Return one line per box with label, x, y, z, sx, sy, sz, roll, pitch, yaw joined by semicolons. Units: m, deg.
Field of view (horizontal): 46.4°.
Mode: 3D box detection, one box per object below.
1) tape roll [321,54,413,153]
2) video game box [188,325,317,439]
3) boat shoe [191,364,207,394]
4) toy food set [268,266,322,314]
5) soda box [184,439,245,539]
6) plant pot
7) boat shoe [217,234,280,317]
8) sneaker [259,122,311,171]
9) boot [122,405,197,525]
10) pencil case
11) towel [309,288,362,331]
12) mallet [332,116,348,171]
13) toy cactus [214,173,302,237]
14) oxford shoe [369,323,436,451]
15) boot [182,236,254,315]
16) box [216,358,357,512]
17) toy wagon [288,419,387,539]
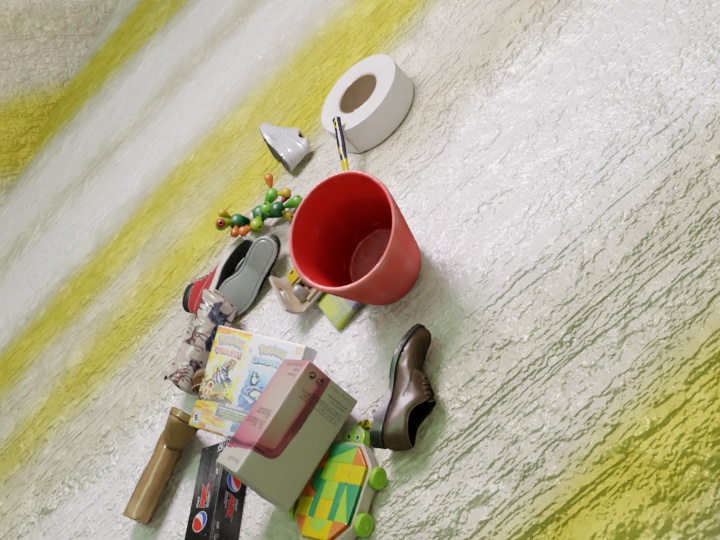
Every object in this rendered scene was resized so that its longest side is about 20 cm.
tape roll;0.013;-0.347;1.750;0.200;0.071;0.206;-26;44;28
video game box;-0.187;0.204;1.451;0.196;0.047;0.186;9;74;30
boat shoe;-0.240;0.215;1.543;0.197;0.075;0.075;-14;55;38
toy food set;-0.089;-0.027;1.567;0.200;0.060;0.144;-47;30;5
soda box;-0.240;0.394;1.401;0.070;0.063;0.203;-22;45;32
plant pot;0.006;-0.036;1.381;0.196;0.177;0.205;-10;67;25
boat shoe;-0.223;0.015;1.704;0.201;0.075;0.060;-49;-2;17
sneaker;-0.169;-0.291;1.905;0.080;0.071;0.200;-35;40;-6
boot;-0.360;0.358;1.523;0.203;0.065;0.175;-65;4;-21
pencil case;-0.312;0.138;1.651;0.089;0.077;0.204;17;82;61
towel;0.000;0.000;1.516;0.200;0.023;0.144;-48;38;5
mallet;-0.039;-0.207;1.662;0.065;0.041;0.204;-31;63;30
toy cactus;-0.223;-0.121;1.765;0.198;0.104;0.165;-30;1;-21
oxford shoe;0.082;0.176;1.259;0.083;0.073;0.204;3;63;28
boot;-0.307;0.008;1.788;0.143;0.072;0.203;20;78;53
box;-0.116;0.251;1.312;0.202;0.109;0.127;-56;17;-18
toy wagon;-0.030;0.316;1.270;0.153;0.039;0.204;-5;57;43
